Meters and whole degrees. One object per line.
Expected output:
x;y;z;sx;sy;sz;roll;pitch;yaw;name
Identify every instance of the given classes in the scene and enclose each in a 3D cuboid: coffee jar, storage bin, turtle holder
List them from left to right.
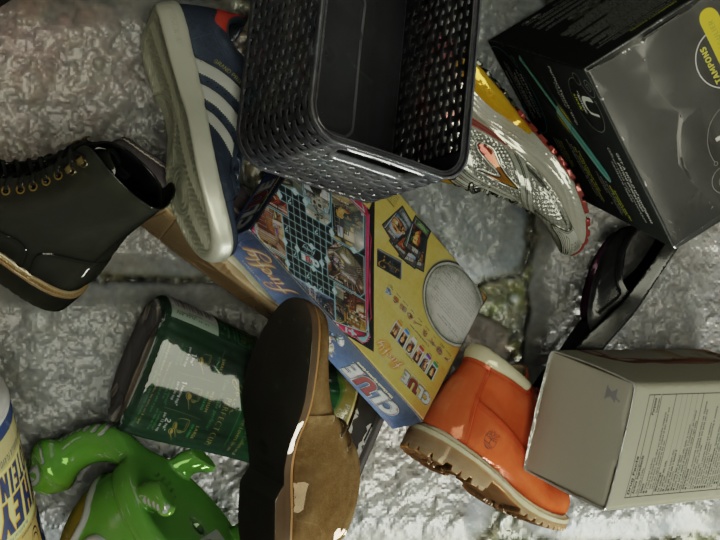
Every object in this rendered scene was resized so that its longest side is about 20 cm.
-0.166;0.204;1.320;0.132;0.141;0.186;-39;114;14;turtle holder
-0.080;0.098;1.344;0.200;0.085;0.104;22;96;-18;coffee jar
0.001;-0.161;1.250;0.135;0.094;0.200;16;71;-34;storage bin

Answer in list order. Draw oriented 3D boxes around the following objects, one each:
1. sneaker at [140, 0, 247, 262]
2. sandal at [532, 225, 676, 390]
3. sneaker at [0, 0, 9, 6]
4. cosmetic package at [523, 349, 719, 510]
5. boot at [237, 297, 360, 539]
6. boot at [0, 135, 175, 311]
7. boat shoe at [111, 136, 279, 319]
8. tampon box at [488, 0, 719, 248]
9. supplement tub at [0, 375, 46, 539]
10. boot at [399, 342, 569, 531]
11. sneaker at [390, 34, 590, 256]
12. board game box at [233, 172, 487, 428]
-0.094;-0.101;1.264;0.084;0.075;0.200;-3;69;-25;sneaker
0.192;0.016;1.408;0.048;0.075;0.200;39;91;-2;sandal
-0.204;-0.228;1.245;0.200;0.076;0.091;-43;117;0;sneaker
0.229;0.119;1.388;0.200;0.087;0.103;4;103;-45;cosmetic package
-0.038;0.113;1.287;0.075;0.074;0.200;-4;110;-32;boot
-0.241;-0.069;1.238;0.200;0.077;0.138;31;128;-30;boot
-0.105;-0.036;1.319;0.200;0.072;0.065;39;72;-15;boat shoe
0.209;-0.127;1.308;0.126;0.200;0.150;-32;109;-6;tampon box
-0.300;0.172;1.262;0.144;0.144;0.200;-14;119;-11;supplement tub
0.119;0.133;1.395;0.200;0.075;0.107;41;71;-47;boot
0.097;-0.085;1.361;0.082;0.078;0.200;-43;100;2;sneaker
0.000;0.000;1.326;0.200;0.035;0.136;49;48;-21;board game box
